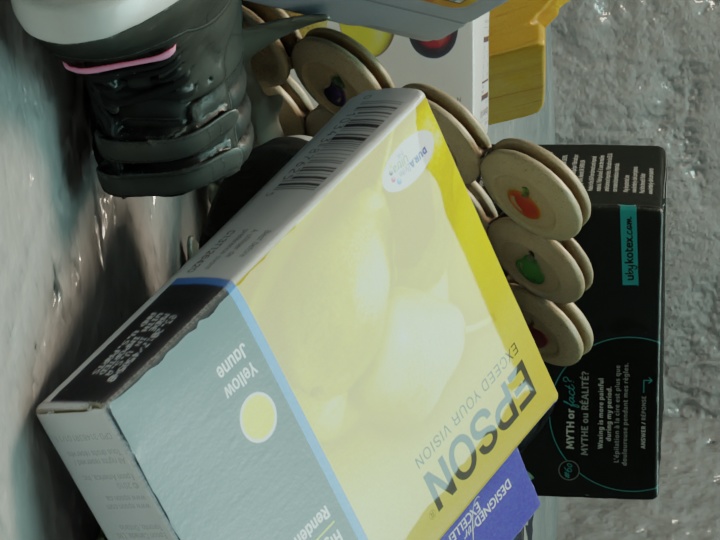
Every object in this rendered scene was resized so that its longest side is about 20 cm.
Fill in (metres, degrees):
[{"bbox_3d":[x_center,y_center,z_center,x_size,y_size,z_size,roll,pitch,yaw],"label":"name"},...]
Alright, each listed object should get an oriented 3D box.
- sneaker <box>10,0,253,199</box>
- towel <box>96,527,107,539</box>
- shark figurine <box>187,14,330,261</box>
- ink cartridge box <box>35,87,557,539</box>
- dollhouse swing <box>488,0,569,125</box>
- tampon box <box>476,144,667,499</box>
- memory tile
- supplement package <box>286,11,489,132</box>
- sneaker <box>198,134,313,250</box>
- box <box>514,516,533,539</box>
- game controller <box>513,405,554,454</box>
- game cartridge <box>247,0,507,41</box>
[{"bbox_3d":[-0.070,-0.067,0.892,0.200,0.071,0.099,-74,158,-76],"label":"sneaker"},{"bbox_3d":[-0.072,0.127,1.027,0.200,0.036,0.148,-77,164,-55],"label":"towel"},{"bbox_3d":[-0.029,-0.025,1.151,0.128,0.089,0.215,-75,165,-66],"label":"shark figurine"},{"bbox_3d":[-0.004,0.070,0.967,0.198,0.047,0.200,-47,120,-38],"label":"ink cartridge box"},{"bbox_3d":[0.083,-0.161,1.703,0.176,0.182,0.200,49,38,-47],"label":"dollhouse swing"},{"bbox_3d":[0.051,0.021,1.311,0.126,0.200,0.150,-64,155,-73],"label":"tampon box"},{"bbox_3d":[0.016,-0.040,1.150,0.017,0.200,0.153,-49,156,-24],"label":"memory tile"},{"bbox_3d":[0.007,-0.163,1.292,0.110,0.114,0.200,-41,130,-81],"label":"supplement package"},{"bbox_3d":[0.000,0.000,1.091,0.115,0.076,0.201,-45,148,-32],"label":"sneaker"},{"bbox_3d":[0.034,0.190,1.504,0.200,0.117,0.197,67,25,-69],"label":"box"},{"bbox_3d":[0.008,0.113,1.129,0.200,0.042,0.104,-48,173,12],"label":"game controller"},{"bbox_3d":[0.017,-0.140,1.005,0.200,0.133,0.042,-25,-117,59],"label":"game cartridge"}]
